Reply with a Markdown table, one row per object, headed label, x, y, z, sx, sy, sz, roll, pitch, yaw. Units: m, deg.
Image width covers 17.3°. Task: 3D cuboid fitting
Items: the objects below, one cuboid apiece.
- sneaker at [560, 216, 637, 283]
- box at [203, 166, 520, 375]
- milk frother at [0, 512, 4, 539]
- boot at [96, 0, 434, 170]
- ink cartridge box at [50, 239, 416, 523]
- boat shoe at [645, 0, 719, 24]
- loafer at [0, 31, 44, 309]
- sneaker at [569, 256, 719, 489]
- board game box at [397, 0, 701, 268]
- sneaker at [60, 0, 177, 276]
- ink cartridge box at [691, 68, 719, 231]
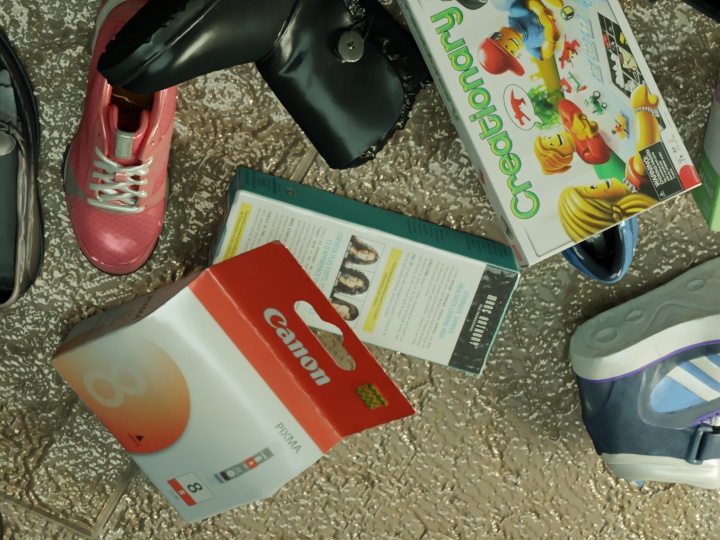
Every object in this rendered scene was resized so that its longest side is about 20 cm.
| label | x | y | z | sx | sy | sz | roll | pitch | yaw |
| --- | --- | --- | --- | --- | --- | --- | --- | --- | --- |
| sneaker | 0.132 | -0.082 | 1.556 | 0.066 | 0.078 | 0.200 | -23 | 110 | 9 |
| box | 0.000 | 0.000 | 1.597 | 0.200 | 0.049 | 0.082 | 17 | 112 | -9 |
| milk frother | -0.337 | 0.133 | 1.557 | 0.188 | 0.200 | 0.181 | -38 | 113 | 13 |
| boot | -0.050 | -0.127 | 1.484 | 0.076 | 0.200 | 0.168 | -12 | 120 | 52 |
| ink cartridge box | -0.087 | 0.080 | 1.584 | 0.200 | 0.050 | 0.162 | -21 | 116 | 38 |
| boat shoe | 0.202 | -0.190 | 1.469 | 0.199 | 0.075 | 0.066 | 31 | 72 | 2 |
| loafer | -0.244 | -0.070 | 1.549 | 0.072 | 0.063 | 0.200 | -8 | 113 | 0 |
| sneaker | 0.250 | 0.077 | 1.633 | 0.200 | 0.081 | 0.147 | -21 | 120 | 2 |
| board game box | 0.119 | -0.118 | 1.513 | 0.126 | 0.035 | 0.200 | -26 | 92 | -8 |
| sneaker | -0.158 | -0.083 | 1.535 | 0.074 | 0.087 | 0.200 | 6 | 112 | -4 |
| ink cartridge box | 0.298 | -0.122 | 1.551 | 0.117 | 0.067 | 0.200 | 7 | 112 | -5 |
